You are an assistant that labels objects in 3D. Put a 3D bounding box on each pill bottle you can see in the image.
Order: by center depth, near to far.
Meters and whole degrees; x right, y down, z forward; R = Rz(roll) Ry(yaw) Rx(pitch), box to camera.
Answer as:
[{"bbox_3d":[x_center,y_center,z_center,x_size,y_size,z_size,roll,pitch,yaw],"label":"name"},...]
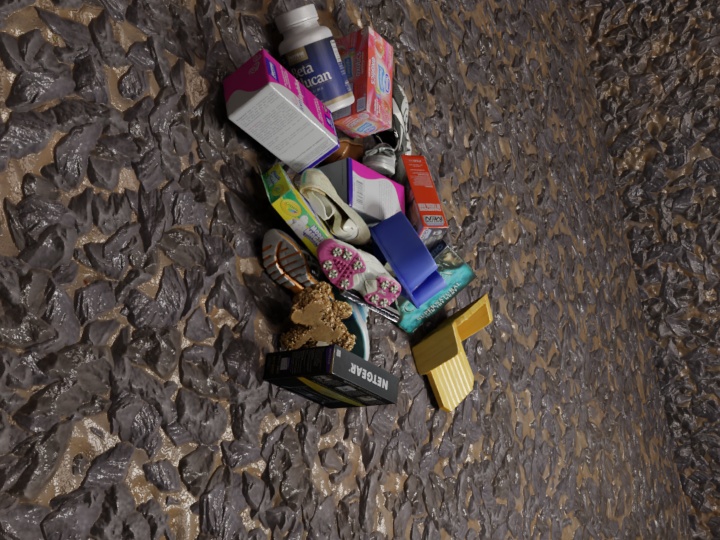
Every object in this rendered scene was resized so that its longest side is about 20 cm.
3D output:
[{"bbox_3d":[-0.094,-0.405,1.551,0.111,0.110,0.202,-38,112,-52],"label":"pill bottle"}]

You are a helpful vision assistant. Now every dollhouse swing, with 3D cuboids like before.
[{"bbox_3d":[0.241,0.194,1.833,0.177,0.181,0.199,57,36,3],"label":"dollhouse swing"}]

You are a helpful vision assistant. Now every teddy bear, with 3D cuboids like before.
[{"bbox_3d":[-0.076,0.100,1.446,0.200,0.145,0.067,42,9,-45],"label":"teddy bear"}]

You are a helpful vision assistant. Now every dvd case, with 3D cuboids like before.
[{"bbox_3d":[0.000,0.000,1.548,0.148,0.016,0.201,28,30,-35],"label":"dvd case"}]

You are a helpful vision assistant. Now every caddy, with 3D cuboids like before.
[{"bbox_3d":[0.081,-0.017,1.557,0.201,0.104,0.142,60,3,41],"label":"caddy"}]

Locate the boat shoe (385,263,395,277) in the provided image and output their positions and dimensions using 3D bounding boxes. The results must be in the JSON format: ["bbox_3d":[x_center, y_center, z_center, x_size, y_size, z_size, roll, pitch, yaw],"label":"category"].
[{"bbox_3d":[0.087,-0.001,1.740,0.199,0.066,0.075,36,45,-40],"label":"boat shoe"}]

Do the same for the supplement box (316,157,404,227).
[{"bbox_3d":[-0.001,-0.141,1.621,0.199,0.102,0.103,19,65,-50],"label":"supplement box"}]

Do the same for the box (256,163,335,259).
[{"bbox_3d":[-0.114,-0.109,1.452,0.200,0.048,0.118,48,9,-35],"label":"box"}]

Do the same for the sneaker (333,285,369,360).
[{"bbox_3d":[0.000,0.079,1.585,0.130,0.079,0.203,-23,101,-53],"label":"sneaker"}]

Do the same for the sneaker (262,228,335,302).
[{"bbox_3d":[-0.113,-0.008,1.460,0.201,0.077,0.078,55,28,-36],"label":"sneaker"}]

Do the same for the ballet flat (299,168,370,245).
[{"bbox_3d":[-0.052,-0.103,1.488,0.200,0.067,0.063,48,36,-30],"label":"ballet flat"}]

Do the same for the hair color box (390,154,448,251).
[{"bbox_3d":[0.119,-0.138,1.723,0.063,0.111,0.202,-1,55,-21],"label":"hair color box"}]

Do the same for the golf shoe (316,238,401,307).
[{"bbox_3d":[-0.012,-0.007,1.449,0.199,0.075,0.092,37,17,-37],"label":"golf shoe"}]

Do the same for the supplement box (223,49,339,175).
[{"bbox_3d":[-0.140,-0.279,1.425,0.199,0.103,0.102,33,32,-45],"label":"supplement box"}]

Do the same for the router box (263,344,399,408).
[{"bbox_3d":[-0.049,0.192,1.416,0.199,0.156,0.053,34,55,-46],"label":"router box"}]

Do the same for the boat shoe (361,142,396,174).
[{"bbox_3d":[0.041,-0.236,1.677,0.202,0.073,0.066,-44,137,-78],"label":"boat shoe"}]

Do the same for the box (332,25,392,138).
[{"bbox_3d":[0.002,-0.396,1.697,0.094,0.102,0.203,24,61,-50],"label":"box"}]

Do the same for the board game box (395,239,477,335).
[{"bbox_3d":[0.143,0.040,1.718,0.135,0.200,0.028,38,12,-42],"label":"board game box"}]

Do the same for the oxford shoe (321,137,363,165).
[{"bbox_3d":[-0.048,-0.229,1.608,0.199,0.071,0.072,-12,95,-57],"label":"oxford shoe"}]

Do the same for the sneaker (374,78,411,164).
[{"bbox_3d":[0.066,-0.340,1.801,0.090,0.066,0.203,-6,88,-57],"label":"sneaker"}]
